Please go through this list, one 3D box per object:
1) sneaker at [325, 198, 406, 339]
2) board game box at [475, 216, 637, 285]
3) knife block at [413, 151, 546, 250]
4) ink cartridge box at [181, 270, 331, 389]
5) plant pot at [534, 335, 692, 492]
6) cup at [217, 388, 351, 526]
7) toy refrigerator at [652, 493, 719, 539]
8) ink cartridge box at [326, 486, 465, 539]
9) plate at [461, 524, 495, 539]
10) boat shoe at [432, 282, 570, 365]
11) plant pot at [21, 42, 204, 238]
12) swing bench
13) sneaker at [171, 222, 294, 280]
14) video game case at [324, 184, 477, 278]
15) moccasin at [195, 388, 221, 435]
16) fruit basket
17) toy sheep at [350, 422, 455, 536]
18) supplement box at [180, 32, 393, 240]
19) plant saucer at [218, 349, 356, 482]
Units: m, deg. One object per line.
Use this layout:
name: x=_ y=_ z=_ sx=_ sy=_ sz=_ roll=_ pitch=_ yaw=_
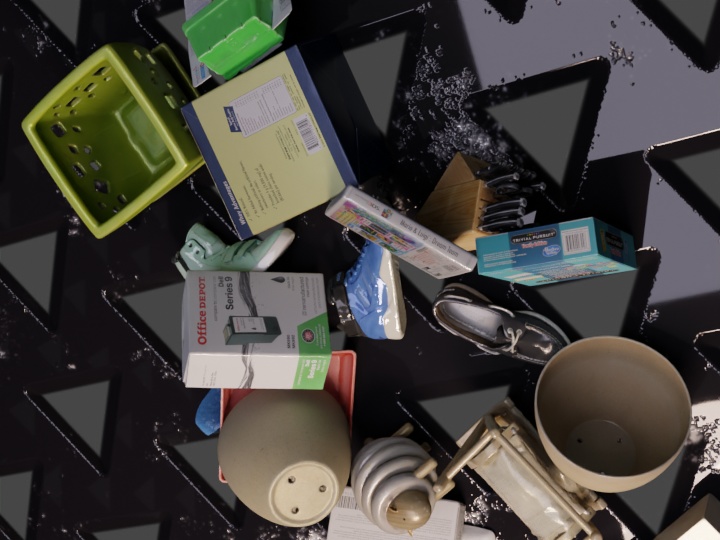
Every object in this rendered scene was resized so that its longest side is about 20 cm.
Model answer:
sneaker: x=0.000 y=0.001 z=1.744 sx=0.109 sy=0.077 sz=0.203 roll=-1 pitch=113 yaw=13
board game box: x=0.247 y=-0.021 z=1.563 sx=0.149 sy=0.199 sz=0.048 roll=-9 pitch=82 yaw=24
knife block: x=0.152 y=-0.060 z=1.610 sx=0.063 sy=0.177 sz=0.201 roll=17 pitch=121 yaw=-30
ink cartridge box: x=-0.147 y=0.082 z=1.741 sx=0.196 sy=0.148 sz=0.085 roll=1 pitch=142 yaw=-12
plant pot: x=0.320 y=0.206 z=1.631 sx=0.198 sy=0.202 sz=0.135 roll=20 pitch=149 yaw=15
cup: x=-0.094 y=0.277 z=1.765 sx=0.197 sy=0.143 sz=0.204 roll=-6 pitch=112 yaw=-14
toy refrigerator: x=0.422 y=0.399 z=1.695 sx=0.070 sy=0.076 sz=0.200 roll=43 pitch=117 yaw=5
ink cartridge box: x=0.044 y=0.415 z=1.827 sx=0.197 sy=0.045 sz=0.179 roll=4 pitch=73 yaw=22
plate: x=0.101 y=0.465 z=1.876 sx=0.197 sy=0.032 sz=0.203 roll=8 pitch=109 yaw=21
boat shoe: x=0.189 y=0.080 z=1.699 sx=0.198 sy=0.060 sz=0.075 roll=29 pitch=115 yaw=12
plant pot: x=-0.315 y=-0.195 z=1.757 sx=0.199 sy=0.181 sz=0.201 roll=-33 pitch=92 yaw=28
swing bench: x=0.221 y=0.290 z=1.682 sx=0.199 sy=0.200 sz=0.130 roll=46 pitch=109 yaw=3
sneaker: x=-0.192 y=-0.031 z=1.815 sx=0.199 sy=0.074 sz=0.119 roll=-36 pitch=94 yaw=29
video game case: x=0.046 y=-0.045 z=1.582 sx=0.180 sy=0.200 sz=0.024 roll=30 pitch=84 yaw=-5
moccasin: x=-0.171 y=0.157 z=1.868 sx=0.200 sy=0.068 sz=0.081 roll=-44 pitch=73 yaw=6
fruit basket: x=-0.162 y=-0.361 z=1.667 sx=0.184 sy=0.202 sz=0.093 roll=-31 pitch=136 yaw=27
toy sheep: x=0.050 y=0.296 z=1.777 sx=0.135 sy=0.200 sz=0.140 roll=-7 pitch=115 yaw=-16
supplement box: x=-0.098 y=-0.181 z=1.695 sx=0.198 sy=0.134 sz=0.203 roll=-22 pitch=96 yaw=27
plant saucer: x=-0.110 y=0.206 z=1.831 sx=0.196 sy=0.037 sz=0.203 roll=-2 pitch=111 yaw=-16
